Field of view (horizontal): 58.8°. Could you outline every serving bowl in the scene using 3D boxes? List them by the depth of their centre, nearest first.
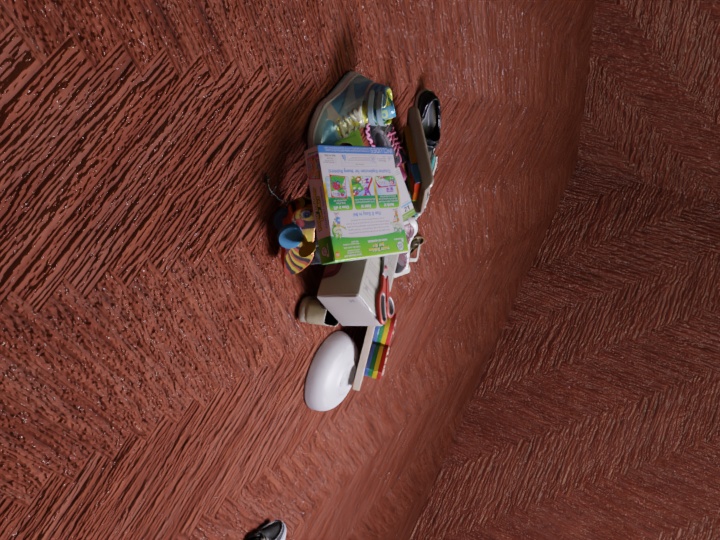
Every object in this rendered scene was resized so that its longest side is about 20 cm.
[{"bbox_3d":[-0.058,0.257,1.575,0.200,0.064,0.205,-44,145,-43],"label":"serving bowl"}]

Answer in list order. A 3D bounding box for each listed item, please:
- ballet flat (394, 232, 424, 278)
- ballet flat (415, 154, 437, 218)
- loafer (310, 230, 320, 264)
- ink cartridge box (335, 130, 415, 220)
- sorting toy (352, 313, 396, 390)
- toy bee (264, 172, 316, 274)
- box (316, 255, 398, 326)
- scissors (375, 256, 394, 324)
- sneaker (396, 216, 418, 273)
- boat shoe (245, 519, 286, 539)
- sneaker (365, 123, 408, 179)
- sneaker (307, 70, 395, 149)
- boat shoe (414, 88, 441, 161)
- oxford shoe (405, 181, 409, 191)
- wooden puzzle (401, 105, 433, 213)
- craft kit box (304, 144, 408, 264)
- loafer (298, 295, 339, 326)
[{"bbox_3d":[0.114,-0.033,1.715,0.201,0.071,0.069,-52,151,-34],"label":"ballet flat"},{"bbox_3d":[0.153,-0.214,1.677,0.205,0.070,0.072,-67,155,-7],"label":"ballet flat"},{"bbox_3d":[-0.074,-0.109,1.284,0.072,0.071,0.206,27,67,-28],"label":"loafer"},{"bbox_3d":[0.014,-0.180,1.279,0.147,0.074,0.206,-32,105,-47],"label":"ink cartridge box"},{"bbox_3d":[0.044,0.188,1.649,0.199,0.067,0.207,-57,161,-79],"label":"sorting toy"},{"bbox_3d":[-0.103,-0.083,1.156,0.202,0.105,0.134,93,-17,-61],"label":"toy bee"},{"bbox_3d":[0.000,0.000,1.374,0.128,0.106,0.205,51,46,-46],"label":"box"},{"bbox_3d":[0.049,0.008,1.336,0.072,0.014,0.208,-10,98,-59],"label":"scissors"},{"bbox_3d":[0.067,-0.059,1.568,0.113,0.076,0.203,-21,144,-26],"label":"sneaker"},{"bbox_3d":[-0.239,0.641,1.477,0.199,0.067,0.058,-33,137,-50],"label":"boat shoe"},{"bbox_3d":[0.066,-0.275,1.411,0.079,0.093,0.204,-48,147,-33],"label":"sneaker"},{"bbox_3d":[-0.008,-0.288,1.201,0.203,0.128,0.080,-59,155,-22],"label":"sneaker"},{"bbox_3d":[0.169,-0.339,1.582,0.073,0.066,0.206,-9,118,-31],"label":"boat shoe"},{"bbox_3d":[0.068,-0.169,1.496,0.200,0.071,0.073,-45,170,-43],"label":"oxford shoe"},{"bbox_3d":[0.120,-0.245,1.455,0.200,0.036,0.192,103,-23,-78],"label":"wooden puzzle"},{"bbox_3d":[-0.003,-0.122,1.164,0.196,0.048,0.205,-7,85,-44],"label":"craft kit box"},{"bbox_3d":[-0.066,0.091,1.431,0.198,0.067,0.078,-12,119,-62],"label":"loafer"}]
